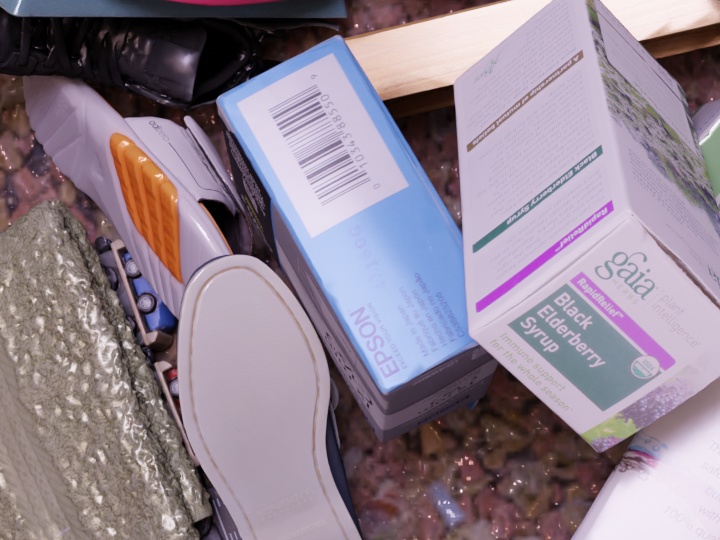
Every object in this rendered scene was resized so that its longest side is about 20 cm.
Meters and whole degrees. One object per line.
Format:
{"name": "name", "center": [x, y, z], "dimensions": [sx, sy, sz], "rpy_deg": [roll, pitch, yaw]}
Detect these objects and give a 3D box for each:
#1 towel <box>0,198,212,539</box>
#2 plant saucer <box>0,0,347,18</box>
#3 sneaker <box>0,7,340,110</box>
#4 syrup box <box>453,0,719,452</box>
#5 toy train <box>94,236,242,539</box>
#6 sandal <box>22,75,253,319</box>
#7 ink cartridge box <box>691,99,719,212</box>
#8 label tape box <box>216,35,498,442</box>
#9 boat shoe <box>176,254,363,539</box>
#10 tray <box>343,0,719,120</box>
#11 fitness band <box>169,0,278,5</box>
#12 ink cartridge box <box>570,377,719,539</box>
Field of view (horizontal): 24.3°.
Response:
{"name": "towel", "center": [-0.166, 0.078, 0.857], "dimensions": [0.148, 0.036, 0.201], "rpy_deg": [-29, 78, 24]}
{"name": "plant saucer", "center": [-0.097, -0.142, 0.808], "dimensions": [0.070, 0.200, 0.019], "rpy_deg": [37, 120, 37]}
{"name": "sneaker", "center": [-0.115, -0.117, 0.830], "dimensions": [0.104, 0.199, 0.060], "rpy_deg": [29, 116, 38]}
{"name": "syrup box", "center": [0.093, -0.029, 0.684], "dimensions": [0.081, 0.200, 0.079], "rpy_deg": [-38, 116, 24]}
{"name": "toy train", "center": [-0.091, 0.070, 0.862], "dimensions": [0.046, 0.034, 0.201], "rpy_deg": [-24, 79, 6]}
{"name": "sandal", "center": [-0.102, -0.052, 0.851], "dimensions": [0.059, 0.079, 0.207], "rpy_deg": [-24, 57, -29]}
{"name": "ink cartridge box", "center": [0.136, -0.012, 0.738], "dimensions": [0.048, 0.200, 0.146], "rpy_deg": [42, 93, 1]}
{"name": "label tape box", "center": [0.000, 0.000, 0.762], "dimensions": [0.066, 0.200, 0.144], "rpy_deg": [-28, 78, -9]}
{"name": "boat shoe", "center": [-0.041, 0.080, 0.796], "dimensions": [0.075, 0.062, 0.200], "rpy_deg": [-24, 111, -6]}
{"name": "tray", "center": [0.088, -0.112, 0.810], "dimensions": [0.199, 0.099, 0.037], "rpy_deg": [-11, 89, 11]}
{"name": "fitness band", "center": [-0.086, -0.173, 0.816], "dimensions": [0.143, 0.200, 0.038], "rpy_deg": [29, 118, 26]}
{"name": "ink cartridge box", "center": [0.169, 0.137, 0.732], "dimensions": [0.146, 0.146, 0.200], "rpy_deg": [32, 86, 14]}
